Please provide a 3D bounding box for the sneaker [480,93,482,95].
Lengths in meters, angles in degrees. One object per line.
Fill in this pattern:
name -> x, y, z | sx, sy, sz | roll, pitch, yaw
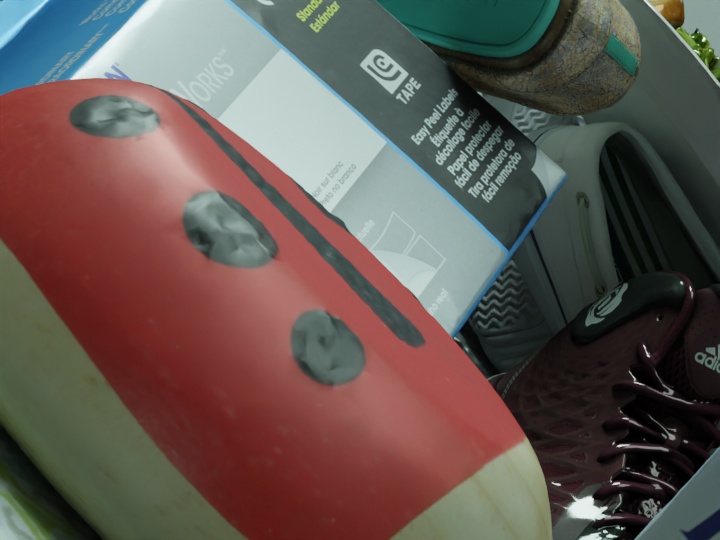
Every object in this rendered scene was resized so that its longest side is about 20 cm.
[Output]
sneaker -> 0.016, -0.044, 1.069 | 0.084, 0.073, 0.200 | 17, 11, 21

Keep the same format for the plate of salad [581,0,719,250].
plate of salad -> 0.127, -0.050, 1.078 | 0.200, 0.048, 0.200 | 52, -7, 9

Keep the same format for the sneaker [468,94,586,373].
sneaker -> 0.085, -0.009, 1.191 | 0.114, 0.075, 0.200 | 41, 23, -51

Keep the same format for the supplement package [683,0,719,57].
supplement package -> 0.176, -0.048, 1.362 | 0.150, 0.152, 0.200 | 28, 22, -41

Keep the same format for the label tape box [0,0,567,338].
label tape box -> -0.051, -0.042, 0.885 | 0.200, 0.066, 0.143 | 43, 43, -5

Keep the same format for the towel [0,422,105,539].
towel -> -0.087, 0.050, 0.702 | 0.200, 0.048, 0.171 | 49, 14, 20

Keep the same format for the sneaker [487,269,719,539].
sneaker -> 0.092, 0.061, 0.958 | 0.076, 0.116, 0.200 | 34, 18, -25

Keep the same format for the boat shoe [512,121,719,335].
boat shoe -> 0.115, 0.037, 1.068 | 0.200, 0.073, 0.067 | 57, -26, -9

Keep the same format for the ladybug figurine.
ladybug figurine -> -0.028, 0.024, 0.692 | 0.200, 0.072, 0.136 | 44, 14, 6

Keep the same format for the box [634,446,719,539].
box -> 0.116, 0.132, 0.684 | 0.184, 0.200, 0.105 | 20, 27, -53

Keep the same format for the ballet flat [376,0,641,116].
ballet flat -> 0.016, -0.091, 0.984 | 0.067, 0.068, 0.200 | 25, 3, -45

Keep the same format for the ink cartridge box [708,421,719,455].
ink cartridge box -> 0.169, 0.144, 0.983 | 0.146, 0.083, 0.200 | 35, 18, -21
